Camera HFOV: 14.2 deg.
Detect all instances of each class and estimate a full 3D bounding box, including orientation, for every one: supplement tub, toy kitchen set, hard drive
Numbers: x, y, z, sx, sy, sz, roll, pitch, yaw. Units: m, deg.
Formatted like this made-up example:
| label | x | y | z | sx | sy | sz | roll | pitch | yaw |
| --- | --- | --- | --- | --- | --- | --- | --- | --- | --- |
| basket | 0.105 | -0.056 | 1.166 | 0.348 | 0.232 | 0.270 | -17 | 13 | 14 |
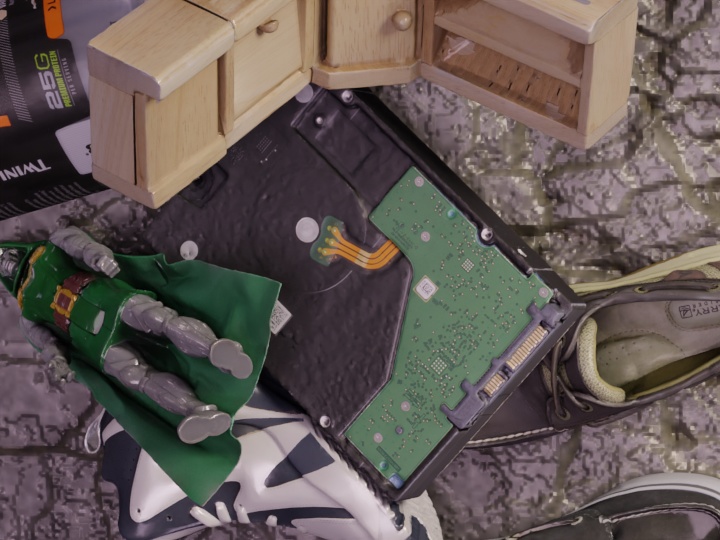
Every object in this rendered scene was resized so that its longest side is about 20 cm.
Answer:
| label | x | y | z | sx | sy | sz | roll | pitch | yaw |
| --- | --- | --- | --- | --- | --- | --- | --- | --- | --- |
| supplement tub | -0.177 | -0.090 | 1.469 | 0.200 | 0.123 | 0.123 | -16 | 97 | 13 |
| toy kitchen set | 0.001 | -0.122 | 1.326 | 0.180 | 0.200 | 0.163 | 27 | 137 | 26 |
| hard drive | 0.000 | 0.000 | 1.471 | 0.200 | 0.038 | 0.140 | 45 | 106 | 18 |

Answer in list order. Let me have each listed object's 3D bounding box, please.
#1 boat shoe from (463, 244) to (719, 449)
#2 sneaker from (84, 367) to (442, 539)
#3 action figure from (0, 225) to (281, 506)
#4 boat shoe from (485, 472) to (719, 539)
| label | x | y | z | sx | sy | sz | roll | pitch | yaw |
| --- | --- | --- | --- | --- | --- | --- | --- | --- | --- |
| boat shoe | 0.120 | 0.042 | 1.468 | 0.201 | 0.066 | 0.072 | -21 | 97 | 14 |
| sneaker | -0.061 | 0.119 | 1.510 | 0.199 | 0.079 | 0.130 | 40 | 107 | 2 |
| action figure | -0.128 | 0.027 | 1.475 | 0.200 | 0.055 | 0.118 | 27 | 97 | 45 |
| boat shoe | 0.105 | 0.160 | 1.498 | 0.200 | 0.057 | 0.069 | -18 | 97 | 13 |
